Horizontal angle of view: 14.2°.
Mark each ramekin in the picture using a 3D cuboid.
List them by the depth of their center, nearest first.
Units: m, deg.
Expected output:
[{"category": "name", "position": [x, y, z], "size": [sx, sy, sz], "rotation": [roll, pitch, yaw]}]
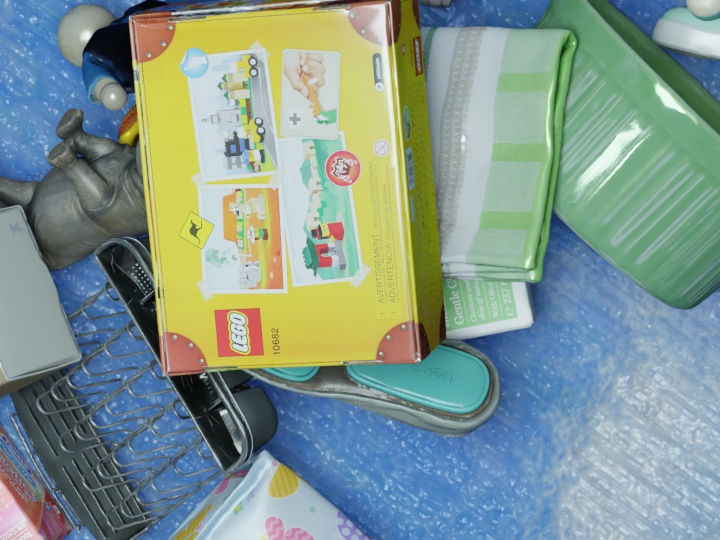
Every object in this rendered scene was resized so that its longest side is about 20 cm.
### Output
[{"category": "ramekin", "position": [0.160, -0.070, 1.691], "size": [0.200, 0.200, 0.098], "rotation": [44, 101, 4]}]

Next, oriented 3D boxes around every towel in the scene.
[{"category": "towel", "position": [0.026, -0.069, 1.653], "size": [0.199, 0.031, 0.150], "rotation": [2, 82, 37]}]

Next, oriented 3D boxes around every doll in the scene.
[{"category": "doll", "position": [-0.103, -0.138, 1.715], "size": [0.199, 0.136, 0.049], "rotation": [2, 124, 41]}]

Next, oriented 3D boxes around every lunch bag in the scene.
[{"category": "lunch bag", "position": [-0.067, 0.231, 1.737], "size": [0.169, 0.127, 0.200], "rotation": [41, 83, -4]}]

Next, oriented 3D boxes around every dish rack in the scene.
[{"category": "dish rack", "position": [-0.145, 0.082, 1.741], "size": [0.200, 0.054, 0.154], "rotation": [-38, 79, 39]}]

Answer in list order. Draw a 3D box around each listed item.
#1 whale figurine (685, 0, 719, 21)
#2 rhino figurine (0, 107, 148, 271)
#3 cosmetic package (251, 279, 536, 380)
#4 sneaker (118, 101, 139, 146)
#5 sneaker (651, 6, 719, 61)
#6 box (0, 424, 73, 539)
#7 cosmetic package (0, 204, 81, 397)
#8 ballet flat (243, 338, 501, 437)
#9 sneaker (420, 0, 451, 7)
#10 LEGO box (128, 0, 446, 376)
[{"category": "whale figurine", "position": [0.202, -0.221, 1.706], "size": [0.159, 0.104, 0.201], "rotation": [-26, 53, 4]}, {"category": "rhino figurine", "position": [-0.152, -0.051, 1.723], "size": [0.199, 0.060, 0.087], "rotation": [-17, 127, 39]}, {"category": "cosmetic package", "position": [0.000, 0.000, 1.758], "size": [0.199, 0.085, 0.108], "rotation": [-12, 92, 4]}, {"category": "sneaker", "position": [-0.050, -0.078, 1.760], "size": [0.199, 0.077, 0.073], "rotation": [-7, 117, 10]}, {"category": "sneaker", "position": [0.272, -0.184, 1.737], "size": [0.199, 0.074, 0.119], "rotation": [-3, 96, -5]}, {"category": "box", "position": [-0.288, 0.183, 1.775], "size": [0.200, 0.103, 0.095], "rotation": [-36, 86, 3]}, {"category": "cosmetic package", "position": [-0.273, 0.046, 1.742], "size": [0.200, 0.071, 0.106], "rotation": [-27, 85, 36]}, {"category": "ballet flat", "position": [-0.016, 0.050, 1.688], "size": [0.199, 0.064, 0.068], "rotation": [21, 72, -1]}, {"category": "sneaker", "position": [0.032, -0.196, 1.757], "size": [0.199, 0.081, 0.089], "rotation": [-26, 91, 9]}, {"category": "LEGO box", "position": [-0.038, -0.049, 1.588], "size": [0.148, 0.077, 0.201], "rotation": [-2, 99, 14]}]
